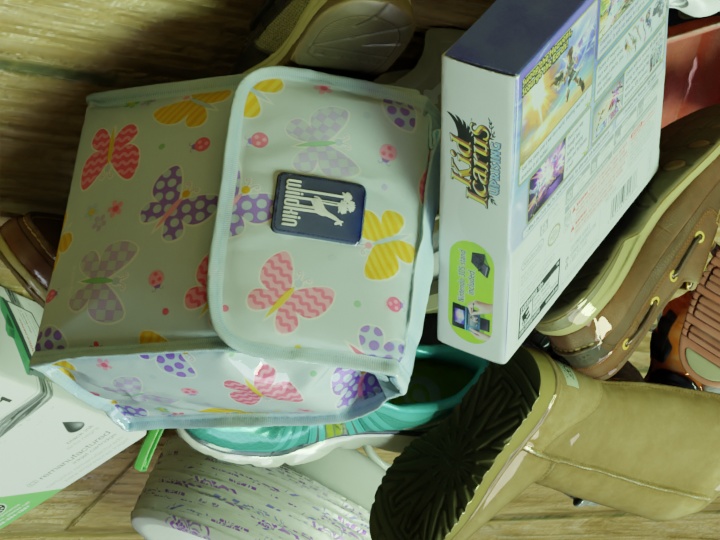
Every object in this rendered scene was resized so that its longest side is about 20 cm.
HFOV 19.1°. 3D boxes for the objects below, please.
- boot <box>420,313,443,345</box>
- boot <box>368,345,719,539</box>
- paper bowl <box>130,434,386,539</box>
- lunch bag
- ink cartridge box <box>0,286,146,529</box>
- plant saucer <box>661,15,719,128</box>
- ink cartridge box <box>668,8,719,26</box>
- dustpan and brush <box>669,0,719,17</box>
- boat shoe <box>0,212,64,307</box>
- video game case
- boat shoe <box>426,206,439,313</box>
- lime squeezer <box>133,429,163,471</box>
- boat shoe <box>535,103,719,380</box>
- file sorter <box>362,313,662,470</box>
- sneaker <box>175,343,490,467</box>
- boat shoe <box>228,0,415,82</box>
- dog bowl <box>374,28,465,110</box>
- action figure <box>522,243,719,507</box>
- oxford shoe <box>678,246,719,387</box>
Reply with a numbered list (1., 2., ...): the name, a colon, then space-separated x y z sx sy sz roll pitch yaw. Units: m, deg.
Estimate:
1. boot: 0.001 0.027 1.399 0.138 0.200 0.077 -63 162 -7
2. boot: 0.127 0.130 1.306 0.200 0.066 0.175 17 125 -41
3. paper bowl: -0.049 0.171 1.468 0.104 0.200 0.201 -65 160 -18
4. lunch bag: -0.056 -0.013 1.123 0.200 0.170 0.127 -2 154 26
5. ink cartridge box: -0.251 0.083 1.314 0.146 0.084 0.200 -33 152 15
6. plant saucer: 0.141 -0.062 1.310 0.200 0.037 0.200 -20 137 -36
7. ink cartridge box: 0.306 -0.185 1.344 0.200 0.041 0.199 -38 150 25
8. dustpan and brush: 0.256 -0.158 1.248 0.200 0.057 0.140 -19 167 -36
9. boat shoe: -0.145 -0.005 1.255 0.068 0.072 0.200 -42 156 11
10. video game case: 0.105 -0.081 1.128 0.200 0.045 0.181 -48 148 -43
11. boat shoe: 0.000 0.000 1.262 0.200 0.069 0.075 -13 175 25
12. lime squeezer: -0.075 0.050 1.356 0.200 0.071 0.038 -31 -175 14
13. boat shoe: 0.172 -0.019 1.258 0.200 0.068 0.072 -49 -153 -25
14. file sorter: 0.090 0.039 1.476 0.200 0.125 0.139 -41 150 28
15. sneaker: -0.014 0.067 1.273 0.200 0.078 0.080 -4 157 -16
16. boat shoe: -0.022 -0.125 1.149 0.073 0.065 0.200 13 158 -22
17. dog bowl: 0.012 -0.061 1.304 0.200 0.059 0.200 -19 152 -11
18. action figure: 0.189 0.075 1.381 0.194 0.105 0.200 -50 147 9
19. oxford shoe: 0.266 -0.015 1.319 0.200 0.071 0.074 -56 170 10
